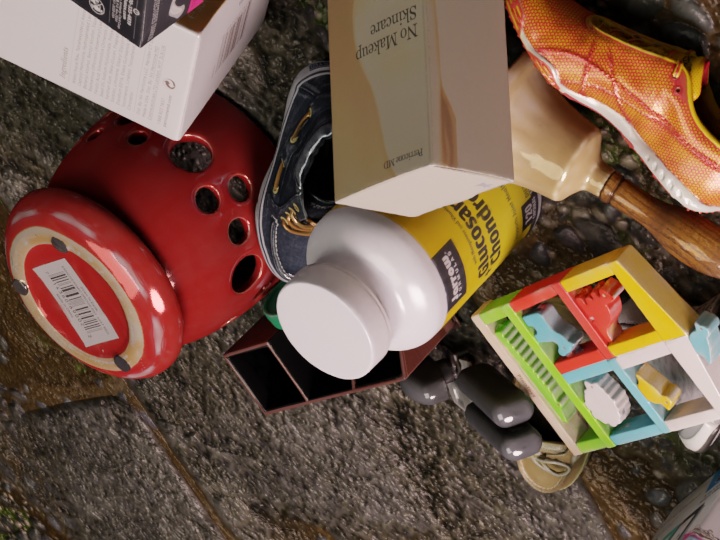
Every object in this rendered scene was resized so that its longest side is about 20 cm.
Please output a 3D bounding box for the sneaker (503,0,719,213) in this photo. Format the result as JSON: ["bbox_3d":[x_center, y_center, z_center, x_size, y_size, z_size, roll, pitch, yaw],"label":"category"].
[{"bbox_3d":[0.176,-0.125,1.124,0.200,0.073,0.077,40,122,0],"label":"sneaker"}]

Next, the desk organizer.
[{"bbox_3d":[-0.019,0.056,1.456,0.200,0.077,0.072,-19,110,50],"label":"desk organizer"}]

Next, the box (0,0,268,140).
[{"bbox_3d":[-0.177,-0.212,1.261,0.199,0.153,0.107,25,139,4],"label":"box"}]

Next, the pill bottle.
[{"bbox_3d":[0.033,-0.016,1.237,0.112,0.200,0.112,26,140,24],"label":"pill bottle"}]

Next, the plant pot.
[{"bbox_3d":[-0.170,-0.026,1.442,0.200,0.183,0.201,23,137,24],"label":"plant pot"}]

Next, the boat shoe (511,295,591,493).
[{"bbox_3d":[0.142,0.105,1.359,0.073,0.063,0.201,29,140,21],"label":"boat shoe"}]

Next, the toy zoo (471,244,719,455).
[{"bbox_3d":[0.173,0.055,1.202,0.131,0.020,0.200,52,147,-8],"label":"toy zoo"}]

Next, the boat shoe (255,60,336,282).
[{"bbox_3d":[-0.037,-0.051,1.331,0.070,0.091,0.201,2,129,-10],"label":"boat shoe"}]

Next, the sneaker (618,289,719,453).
[{"bbox_3d":[0.224,0.038,1.211,0.115,0.075,0.200,37,143,15],"label":"sneaker"}]

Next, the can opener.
[{"bbox_3d":[0.084,0.102,1.359,0.200,0.066,0.053,-151,42,-72],"label":"can opener"}]

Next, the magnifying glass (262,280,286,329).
[{"bbox_3d":[0.000,0.000,1.399,0.199,0.080,0.022,-18,117,39],"label":"magnifying glass"}]

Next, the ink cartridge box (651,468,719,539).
[{"bbox_3d":[0.264,0.253,1.265,0.146,0.200,0.147,41,143,6],"label":"ink cartridge box"}]

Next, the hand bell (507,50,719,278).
[{"bbox_3d":[0.171,-0.051,1.155,0.199,0.104,0.104,33,141,14],"label":"hand bell"}]

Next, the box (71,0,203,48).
[{"bbox_3d":[-0.113,-0.258,1.150,0.106,0.200,0.123,34,142,15],"label":"box"}]

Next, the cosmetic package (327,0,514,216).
[{"bbox_3d":[0.035,-0.144,1.129,0.105,0.071,0.201,-20,68,49],"label":"cosmetic package"}]
